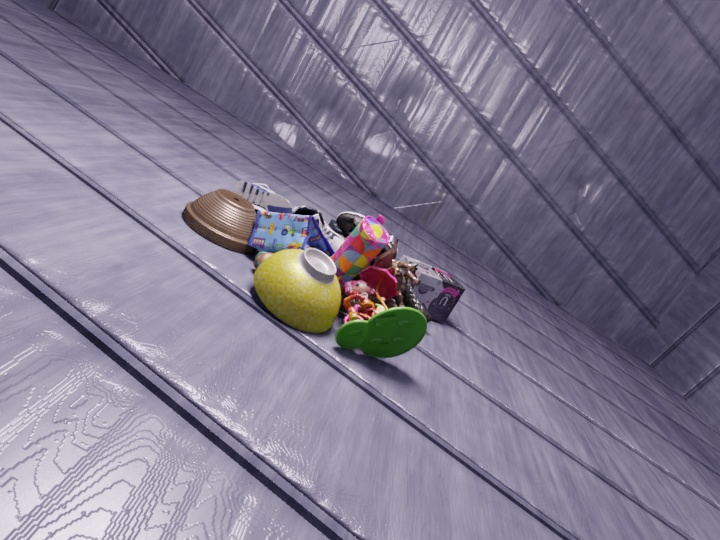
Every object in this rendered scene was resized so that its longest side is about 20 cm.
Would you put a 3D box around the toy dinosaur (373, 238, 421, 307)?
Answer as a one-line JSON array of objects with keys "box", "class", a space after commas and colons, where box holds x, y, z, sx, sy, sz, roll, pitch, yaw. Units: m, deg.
[{"box": [0.067, 0.012, 1.348, 0.135, 0.086, 0.201, 24, -38, 41], "class": "toy dinosaur"}]

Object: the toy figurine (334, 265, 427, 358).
[{"box": [0.023, 0.072, 1.214, 0.198, 0.151, 0.185, -1, 42, -17], "class": "toy figurine"}]

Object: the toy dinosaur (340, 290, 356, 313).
[{"box": [-0.060, 0.067, 1.323, 0.198, 0.048, 0.088, 23, 23, -16], "class": "toy dinosaur"}]

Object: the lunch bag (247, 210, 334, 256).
[{"box": [-0.156, -0.060, 1.382, 0.149, 0.095, 0.200, 7, -17, 21], "class": "lunch bag"}]

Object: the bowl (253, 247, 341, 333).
[{"box": [-0.110, 0.019, 1.166, 0.199, 0.108, 0.201, 31, 27, -18], "class": "bowl"}]

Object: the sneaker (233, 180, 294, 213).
[{"box": [-0.288, -0.225, 1.751, 0.198, 0.081, 0.115, 29, 17, -3], "class": "sneaker"}]

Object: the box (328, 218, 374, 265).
[{"box": [-0.018, -0.039, 1.630, 0.181, 0.105, 0.200, 24, 16, -21], "class": "box"}]

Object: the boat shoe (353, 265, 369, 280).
[{"box": [-0.005, -0.001, 1.472, 0.074, 0.076, 0.202, 7, -23, 30], "class": "boat shoe"}]

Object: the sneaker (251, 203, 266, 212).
[{"box": [-0.298, -0.156, 1.512, 0.199, 0.073, 0.085, 29, 19, -3], "class": "sneaker"}]

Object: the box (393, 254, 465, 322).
[{"box": [0.192, 0.056, 1.680, 0.199, 0.133, 0.115, 19, 18, -38], "class": "box"}]

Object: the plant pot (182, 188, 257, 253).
[{"box": [-0.320, -0.133, 1.364, 0.200, 0.093, 0.201, 30, 14, -8], "class": "plant pot"}]

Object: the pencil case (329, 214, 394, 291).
[{"box": [-0.014, -0.037, 1.277, 0.088, 0.200, 0.089, 28, 37, -24], "class": "pencil case"}]

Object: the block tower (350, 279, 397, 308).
[{"box": [-0.006, 0.064, 1.416, 0.198, 0.054, 0.058, 27, 14, -14], "class": "block tower"}]

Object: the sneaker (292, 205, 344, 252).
[{"box": [-0.107, -0.095, 1.443, 0.200, 0.079, 0.130, 52, 3, 8], "class": "sneaker"}]

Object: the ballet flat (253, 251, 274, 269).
[{"box": [-0.152, 0.007, 1.297, 0.199, 0.068, 0.073, 16, 29, -40], "class": "ballet flat"}]

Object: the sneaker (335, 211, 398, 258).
[{"box": [0.012, -0.092, 1.517, 0.199, 0.073, 0.112, 34, 15, 5], "class": "sneaker"}]

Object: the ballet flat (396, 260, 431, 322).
[{"box": [0.137, 0.063, 1.563, 0.056, 0.067, 0.202, -15, 69, -16], "class": "ballet flat"}]
